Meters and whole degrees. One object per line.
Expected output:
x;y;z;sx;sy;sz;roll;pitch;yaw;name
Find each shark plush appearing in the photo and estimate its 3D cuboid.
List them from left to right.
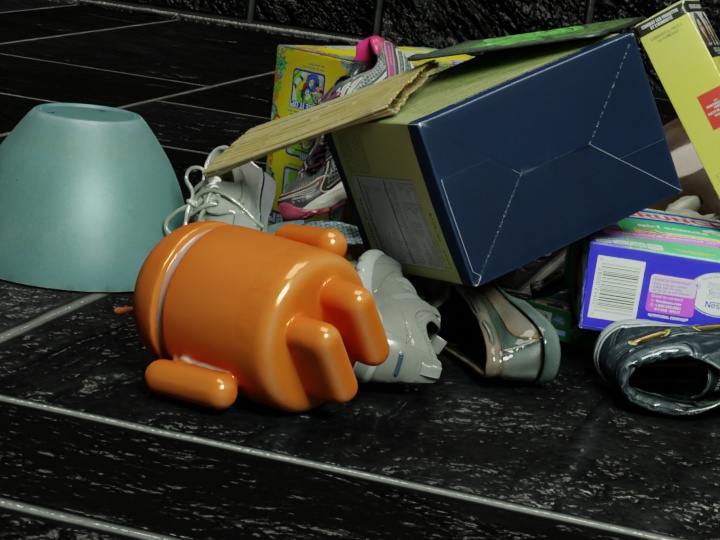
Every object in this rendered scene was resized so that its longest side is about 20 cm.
0.256;-0.002;1.667;0.200;0.083;0.091;-17;17;-14;shark plush

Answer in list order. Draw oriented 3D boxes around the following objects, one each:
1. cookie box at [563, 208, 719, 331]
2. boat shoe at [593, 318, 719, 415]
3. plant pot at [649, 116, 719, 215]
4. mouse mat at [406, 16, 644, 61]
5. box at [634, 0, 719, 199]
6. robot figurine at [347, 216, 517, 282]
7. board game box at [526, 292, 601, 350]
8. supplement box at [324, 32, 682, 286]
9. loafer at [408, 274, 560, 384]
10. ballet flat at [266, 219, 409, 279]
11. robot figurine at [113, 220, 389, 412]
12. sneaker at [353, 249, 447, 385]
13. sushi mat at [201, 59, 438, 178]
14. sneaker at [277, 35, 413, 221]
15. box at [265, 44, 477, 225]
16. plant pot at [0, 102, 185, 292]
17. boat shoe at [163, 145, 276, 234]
0.259;0.002;1.538;0.171;0.075;0.200;8;12;0;cookie box
0.280;0.076;1.392;0.200;0.071;0.091;-2;15;-5;boat shoe
0.306;-0.058;1.795;0.200;0.187;0.187;-19;24;-27;plant pot
0.138;-0.189;1.511;0.161;0.008;0.200;-6;8;19;mouse mat
0.299;-0.126;1.543;0.050;0.200;0.075;-26;-3;21;box
0.080;-0.062;1.702;0.200;0.176;0.116;-29;-1;-43;robot figurine
0.257;0.053;1.553;0.200;0.029;0.135;16;15;37;board game box
0.108;-0.092;1.483;0.200;0.134;0.200;-24;13;-20;supplement box
0.080;0.036;1.454;0.063;0.072;0.200;-7;19;-26;loafer
0.000;0.000;1.583;0.200;0.074;0.074;3;13;0;ballet flat
-0.075;0.029;1.292;0.200;0.144;0.117;16;-1;36;robot figurine
0.024;0.046;1.410;0.082;0.075;0.200;18;20;-4;sneaker
-0.034;-0.120;1.489;0.200;0.012;0.096;-17;20;37;sushi mat
-0.018;-0.121;1.636;0.081;0.075;0.200;-10;39;49;sneaker
0.023;-0.116;1.804;0.200;0.193;0.122;-5;16;-43;box
-0.241;-0.071;1.602;0.200;0.135;0.200;6;13;-1;plant pot
-0.120;-0.049;1.559;0.086;0.075;0.202;43;26;-22;boat shoe
